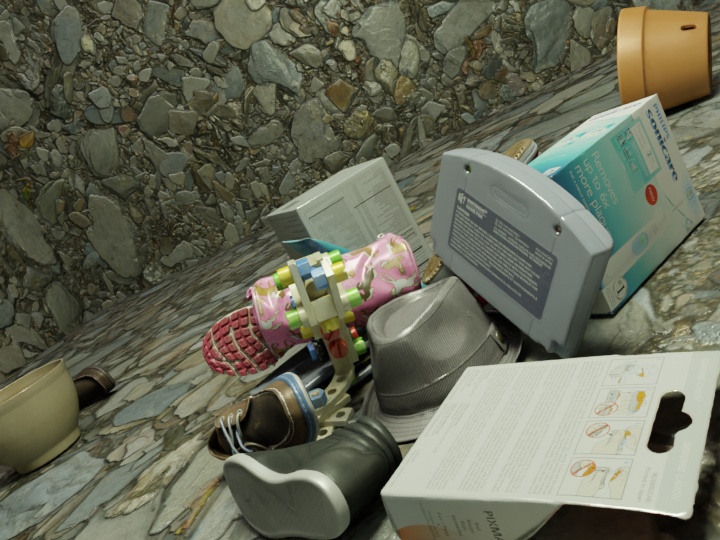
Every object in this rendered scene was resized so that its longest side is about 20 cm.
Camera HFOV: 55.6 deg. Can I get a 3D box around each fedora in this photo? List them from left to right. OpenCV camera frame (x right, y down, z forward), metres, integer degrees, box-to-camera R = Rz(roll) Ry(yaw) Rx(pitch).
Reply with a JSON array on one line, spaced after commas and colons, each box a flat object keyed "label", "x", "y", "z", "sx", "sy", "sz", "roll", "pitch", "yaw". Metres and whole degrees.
[{"label": "fedora", "x": 0.065, "y": 0.070, "z": 0.677, "sx": 0.176, "sy": 0.091, "sz": 0.200, "roll": -20, "pitch": 15, "yaw": 35}]

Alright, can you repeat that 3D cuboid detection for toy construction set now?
[{"label": "toy construction set", "x": -0.034, "y": 0.067, "z": 0.686, "sx": 0.091, "sy": 0.202, "sz": 0.131, "roll": -8, "pitch": 21, "yaw": -12}]

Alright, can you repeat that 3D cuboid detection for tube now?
[{"label": "tube", "x": 0.000, "y": 0.000, "z": 0.872, "sx": 0.077, "sy": 0.199, "sz": 0.051, "roll": -10, "pitch": 59, "yaw": 57}]

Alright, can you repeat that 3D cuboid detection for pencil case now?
[{"label": "pencil case", "x": -0.030, "y": 0.026, "z": 0.789, "sx": 0.199, "sy": 0.083, "sz": 0.087, "roll": -20, "pitch": 44, "yaw": -4}]

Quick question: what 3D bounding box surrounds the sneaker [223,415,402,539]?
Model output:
[{"label": "sneaker", "x": -0.040, "y": 0.172, "z": 0.581, "sx": 0.099, "sy": 0.071, "sz": 0.199, "roll": -24, "pitch": 4, "yaw": -38}]

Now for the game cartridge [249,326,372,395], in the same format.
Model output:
[{"label": "game cartridge", "x": -0.034, "y": 0.111, "z": 0.831, "sx": 0.199, "sy": 0.041, "sz": 0.133, "roll": -34, "pitch": 17, "yaw": -23}]

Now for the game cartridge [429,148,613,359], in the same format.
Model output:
[{"label": "game cartridge", "x": 0.139, "y": -0.028, "z": 0.628, "sx": 0.041, "sy": 0.134, "sz": 0.200, "roll": -19, "pitch": 41, "yaw": -26}]

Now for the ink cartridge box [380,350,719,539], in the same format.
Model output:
[{"label": "ink cartridge box", "x": 0.134, "y": 0.120, "z": 0.466, "sx": 0.199, "sy": 0.050, "sz": 0.162, "roll": -8, "pitch": 22, "yaw": 37}]

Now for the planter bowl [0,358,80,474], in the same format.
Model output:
[{"label": "planter bowl", "x": -0.582, "y": 0.268, "z": 1.203, "sx": 0.199, "sy": 0.135, "sz": 0.200, "roll": -26, "pitch": 12, "yaw": 6}]

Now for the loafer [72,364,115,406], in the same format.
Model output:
[{"label": "loafer", "x": -0.591, "y": 0.261, "z": 1.432, "sx": 0.199, "sy": 0.073, "sz": 0.071, "roll": -27, "pitch": 22, "yaw": 31}]

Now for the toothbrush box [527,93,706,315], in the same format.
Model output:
[{"label": "toothbrush box", "x": 0.247, "y": -0.066, "z": 0.698, "sx": 0.200, "sy": 0.147, "sz": 0.085, "roll": -35, "pitch": 14, "yaw": -32}]

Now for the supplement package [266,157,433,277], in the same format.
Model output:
[{"label": "supplement package", "x": -0.009, "y": -0.033, "z": 0.993, "sx": 0.150, "sy": 0.201, "sz": 0.152, "roll": -33, "pitch": 13, "yaw": -19}]

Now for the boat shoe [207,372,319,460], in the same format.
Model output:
[{"label": "boat shoe", "x": -0.101, "y": 0.158, "z": 0.665, "sx": 0.072, "sy": 0.073, "sz": 0.200, "roll": -19, "pitch": -15, "yaw": -30}]

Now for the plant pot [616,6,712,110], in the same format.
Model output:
[{"label": "plant pot", "x": 0.543, "y": -0.371, "z": 1.210, "sx": 0.139, "sy": 0.202, "sz": 0.200, "roll": 0, "pitch": 26, "yaw": 31}]

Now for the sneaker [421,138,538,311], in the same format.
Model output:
[{"label": "sneaker", "x": 0.166, "y": -0.041, "z": 0.771, "sx": 0.201, "sy": 0.112, "sz": 0.071, "roll": -56, "pitch": 9, "yaw": -1}]

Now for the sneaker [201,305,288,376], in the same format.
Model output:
[{"label": "sneaker", "x": -0.101, "y": 0.073, "z": 0.861, "sx": 0.199, "sy": 0.081, "sz": 0.075, "roll": -23, "pitch": -4, "yaw": -12}]
